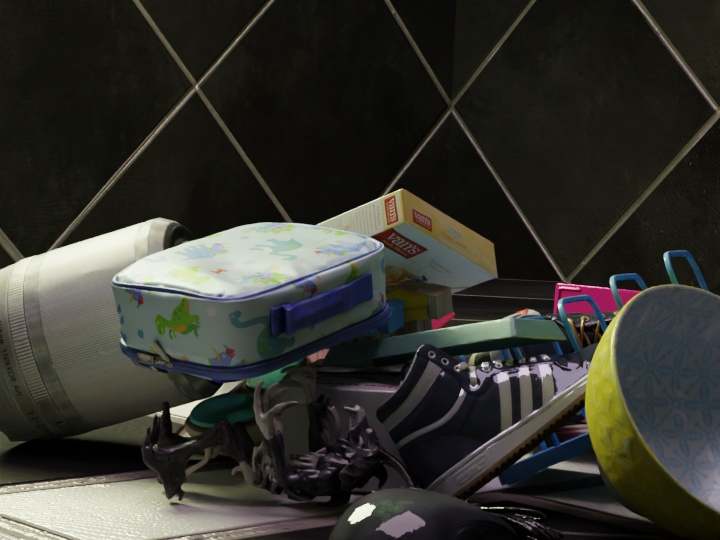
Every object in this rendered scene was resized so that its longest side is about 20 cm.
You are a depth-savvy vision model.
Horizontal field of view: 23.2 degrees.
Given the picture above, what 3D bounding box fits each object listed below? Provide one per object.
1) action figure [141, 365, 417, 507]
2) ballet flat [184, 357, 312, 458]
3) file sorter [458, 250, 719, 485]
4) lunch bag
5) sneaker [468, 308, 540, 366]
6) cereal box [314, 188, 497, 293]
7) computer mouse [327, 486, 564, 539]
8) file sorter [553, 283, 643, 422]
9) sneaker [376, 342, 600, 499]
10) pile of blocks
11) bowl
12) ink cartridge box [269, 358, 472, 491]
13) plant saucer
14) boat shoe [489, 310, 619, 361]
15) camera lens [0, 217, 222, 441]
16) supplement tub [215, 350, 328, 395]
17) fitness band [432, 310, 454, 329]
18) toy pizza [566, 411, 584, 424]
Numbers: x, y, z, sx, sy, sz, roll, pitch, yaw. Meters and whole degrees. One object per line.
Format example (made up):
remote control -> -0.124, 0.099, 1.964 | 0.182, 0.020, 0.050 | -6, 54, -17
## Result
action figure -> -0.058, 0.124, 1.307 | 0.199, 0.102, 0.119 | 0, 1, 7
ballet flat -> -0.089, 0.126, 1.503 | 0.069, 0.070, 0.200 | 4, 18, 23
file sorter -> 0.199, 0.077, 1.441 | 0.200, 0.123, 0.139 | -26, -8, 19
lunch bag -> -0.082, 0.023, 1.377 | 0.160, 0.083, 0.200 | 8, 20, 39
sneaker -> 0.150, 0.081, 1.710 | 0.070, 0.094, 0.200 | -24, -24, 22
cereal box -> 0.000, 0.000, 1.541 | 0.200, 0.040, 0.144 | -22, -31, 32
computer mouse -> 0.041, 0.163, 1.134 | 0.138, 0.053, 0.200 | 5, 4, 24
file sorter -> 0.312, 0.092, 1.812 | 0.200, 0.139, 0.125 | 6, 2, 41
sneaker -> 0.104, 0.084, 1.324 | 0.200, 0.109, 0.070 | -34, -14, -22
pile of blocks -> -0.020, 0.055, 1.492 | 0.199, 0.062, 0.082 | -5, 20, 1
bowl -> 0.232, 0.121, 1.273 | 0.200, 0.201, 0.108 | 0, -33, -36
ink cartridge box -> 0.013, 0.126, 1.456 | 0.146, 0.083, 0.200 | 2, 4, 9
plant saucer -> 0.063, 0.058, 1.390 | 0.200, 0.019, 0.070 | -12, -12, 40
boat shoe -> 0.205, 0.064, 1.625 | 0.091, 0.071, 0.200 | -23, -16, 36
camera lens -> -0.220, 0.052, 1.513 | 0.199, 0.160, 0.160 | -16, 0, 11
supplement tub -> -0.061, 0.078, 1.795 | 0.199, 0.132, 0.132 | 2, 4, -24
fitness band -> 0.012, 0.085, 1.663 | 0.144, 0.037, 0.200 | -45, -7, 37
toy pizza -> 0.218, 0.120, 1.648 | 0.200, 0.032, 0.200 | -12, -8, -2
